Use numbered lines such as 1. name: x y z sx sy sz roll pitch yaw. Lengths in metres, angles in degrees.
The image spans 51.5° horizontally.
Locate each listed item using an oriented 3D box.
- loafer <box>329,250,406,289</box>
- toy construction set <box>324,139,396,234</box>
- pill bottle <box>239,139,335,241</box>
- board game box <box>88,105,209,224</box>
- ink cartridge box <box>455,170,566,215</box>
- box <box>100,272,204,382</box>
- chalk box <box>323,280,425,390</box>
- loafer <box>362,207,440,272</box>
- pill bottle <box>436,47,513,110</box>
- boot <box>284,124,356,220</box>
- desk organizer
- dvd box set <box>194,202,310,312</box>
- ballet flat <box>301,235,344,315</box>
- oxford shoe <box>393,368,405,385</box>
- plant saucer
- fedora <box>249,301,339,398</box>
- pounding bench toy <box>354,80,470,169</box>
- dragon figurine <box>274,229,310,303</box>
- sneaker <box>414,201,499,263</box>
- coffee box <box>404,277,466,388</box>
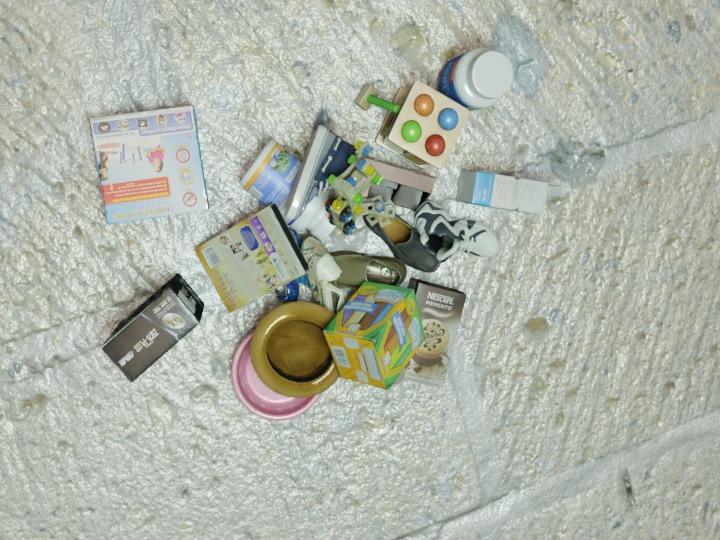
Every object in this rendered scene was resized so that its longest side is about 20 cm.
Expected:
1. loafer: 0.000 0.000 1.522 0.195 0.067 0.078 -2 97 -3
2. toy construction set: -0.003 -0.139 1.393 0.091 0.201 0.132 31 77 28
3. pill bottle: -0.129 -0.151 1.462 0.199 0.112 0.113 38 90 -13
4. board game box: -0.401 -0.203 1.435 0.195 0.056 0.201 -8 99 -9
5. ink cartridge box: 0.308 -0.158 1.539 0.195 0.116 0.068 8 96 -11
6. box: -0.383 0.101 1.403 0.163 0.200 0.087 -41 102 -3
7. chalk box: 0.042 0.108 1.444 0.200 0.122 0.127 -48 133 -38
8. loafer: 0.090 -0.061 1.534 0.198 0.072 0.073 36 89 -13
9. pill bottle: 0.224 -0.371 1.454 0.109 0.200 0.115 -1 97 -10
10. boot: -0.070 -0.170 1.391 0.089 0.073 0.204 25 68 -14
11. desk organizer: 0.047 -0.179 1.513 0.196 0.072 0.079 14 97 -11
12. dvd box set: -0.212 -0.022 1.454 0.197 0.029 0.148 -27 97 24
13. ballet flat: -0.064 0.030 1.472 0.067 0.074 0.204 -31 124 -38
14. oxford shoe: -0.001 0.178 1.520 0.197 0.058 0.077 22 97 20
15. plant saucer: -0.166 0.203 1.532 0.195 0.051 0.206 -1 97 -9
16. fedora: -0.124 0.149 1.466 0.196 0.082 0.206 -3 100 -18
17. pounding bench toy: 0.089 -0.299 1.461 0.197 0.156 0.126 27 92 -12
18. dragon figurine: -0.132 0.015 1.510 0.098 0.059 0.204 -24 99 -6
19. sneaker: 0.198 -0.050 1.513 0.197 0.131 0.080 30 128 -19
20. coffee box: 0.138 0.129 1.562 0.110 0.080 0.205 13 95 -11
